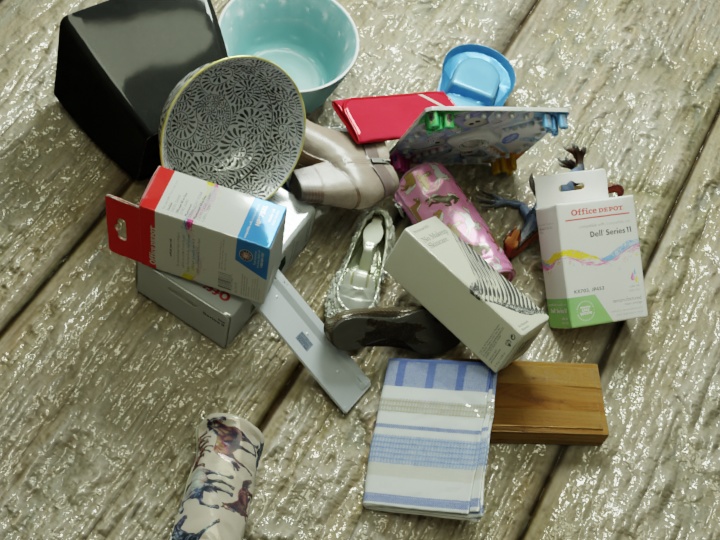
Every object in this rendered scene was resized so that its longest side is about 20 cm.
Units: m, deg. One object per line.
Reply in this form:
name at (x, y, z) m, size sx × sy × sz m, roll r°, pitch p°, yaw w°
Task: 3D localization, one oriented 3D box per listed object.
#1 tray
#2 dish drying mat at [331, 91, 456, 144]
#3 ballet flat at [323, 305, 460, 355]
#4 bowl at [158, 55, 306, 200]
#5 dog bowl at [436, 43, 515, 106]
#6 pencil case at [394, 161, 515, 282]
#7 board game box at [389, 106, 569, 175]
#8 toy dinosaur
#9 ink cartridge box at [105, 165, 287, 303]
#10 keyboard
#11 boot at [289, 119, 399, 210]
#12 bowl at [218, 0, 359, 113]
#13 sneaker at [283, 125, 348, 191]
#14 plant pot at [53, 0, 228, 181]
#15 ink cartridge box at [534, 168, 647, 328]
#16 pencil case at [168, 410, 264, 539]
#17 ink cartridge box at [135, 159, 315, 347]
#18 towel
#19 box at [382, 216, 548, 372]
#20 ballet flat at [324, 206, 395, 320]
tray at (0.205, 0.163, 1.454) m, size 0.197 × 0.037 × 0.100 m, roll 2°, pitch 58°, yaw -9°
dish drying mat at (0.057, -0.210, 1.575) m, size 0.198 × 0.018 × 0.077 m, roll -11°, pitch 59°, yaw -39°
ballet flat at (0.042, 0.071, 1.454) m, size 0.198 × 0.068 × 0.046 m, roll 0°, pitch 19°, yaw -28°
bowl at (-0.174, -0.177, 1.426) m, size 0.199 × 0.203 × 0.094 m, roll -27°, pitch 38°, yaw -25°
dog bowl at (0.155, -0.241, 1.691) m, size 0.110 × 0.050 × 0.201 m, roll 20°, pitch 57°, yaw 2°
pencil case at (0.123, -0.047, 1.544) m, size 0.082 × 0.086 × 0.201 m, roll 10°, pitch 42°, yaw -59°
board game box at (0.151, -0.168, 1.552) m, size 0.197 × 0.200 × 0.026 m, roll -2°, pitch 76°, yaw -17°
toy dinosaur at (0.264, -0.083, 1.594) m, size 0.198 × 0.105 × 0.183 m, roll 25°, pitch 75°, yaw -7°
ink cartridge box at (-0.191, -0.046, 1.355) m, size 0.198 × 0.117 × 0.068 m, roll 19°, pitch 55°, yaw 3°
keyboard at (-0.064, 0.082, 1.420) m, size 0.056 × 0.011 × 0.201 m, roll -44°, pitch 99°, yaw -28°
boot at (-0.040, -0.162, 1.528) m, size 0.145 × 0.070 × 0.202 m, roll -10°, pitch 64°, yaw -27°
bowl at (-0.107, -0.295, 1.640) m, size 0.198 × 0.105 × 0.203 m, roll 5°, pitch 57°, yaw -8°
sneaker at (-0.070, -0.149, 1.588) m, size 0.197 × 0.075 × 0.088 m, roll -2°, pitch 75°, yaw -9°
plant pot at (-0.271, -0.240, 1.530) m, size 0.199 × 0.200 × 0.179 m, roll -26°, pitch 78°, yaw -25°
ink cartridge box at (0.300, -0.032, 1.523) m, size 0.116 × 0.067 × 0.203 m, roll -8°, pitch 90°, yaw -16°
pencil case at (-0.166, 0.258, 1.296) m, size 0.089 × 0.078 × 0.202 m, roll 21°, pitch 56°, yaw -15°
ink cartridge box at (-0.171, -0.027, 1.470) m, size 0.145 × 0.084 × 0.201 m, roll 32°, pitch 58°, yaw 8°
towel at (0.086, 0.198, 1.389) m, size 0.145 × 0.024 × 0.202 m, roll 1°, pitch 58°, yaw 16°
box at (0.129, 0.027, 1.439) m, size 0.200 × 0.069 × 0.082 m, roll 43°, pitch 34°, yaw 16°
ballet flat at (0.000, 0.000, 1.500) m, size 0.071 × 0.072 × 0.202 m, roll 16°, pitch 57°, yaw -1°
